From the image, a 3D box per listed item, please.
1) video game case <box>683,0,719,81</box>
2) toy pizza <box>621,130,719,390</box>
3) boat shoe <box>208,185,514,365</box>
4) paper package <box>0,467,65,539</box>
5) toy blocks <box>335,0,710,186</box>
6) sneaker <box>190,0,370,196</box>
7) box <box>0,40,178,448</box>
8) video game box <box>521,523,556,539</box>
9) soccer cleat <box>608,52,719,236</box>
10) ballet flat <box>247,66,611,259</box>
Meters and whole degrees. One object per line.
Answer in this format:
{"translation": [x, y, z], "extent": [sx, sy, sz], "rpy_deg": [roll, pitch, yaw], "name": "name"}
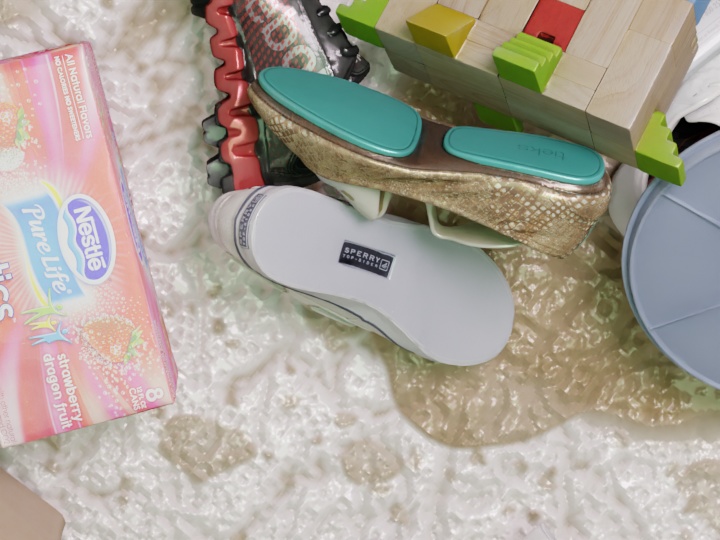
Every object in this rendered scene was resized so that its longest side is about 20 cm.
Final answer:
{"translation": [0.159, -0.205, 1.066], "extent": [0.199, 0.024, 0.183], "rpy_deg": [-38, 79, 1], "name": "video game case"}
{"translation": [0.241, -0.007, 1.036], "extent": [0.198, 0.032, 0.202], "rpy_deg": [6, 130, 7], "name": "toy pizza"}
{"translation": [0.000, 0.000, 1.079], "extent": [0.199, 0.070, 0.072], "rpy_deg": [19, 88, -36], "name": "boat shoe"}
{"translation": [-0.260, 0.144, 1.016], "extent": [0.190, 0.200, 0.104], "rpy_deg": [36, 94, -9], "name": "paper package"}
{"translation": [0.107, -0.148, 1.013], "extent": [0.199, 0.100, 0.138], "rpy_deg": [25, 77, 21], "name": "toy blocks"}
{"translation": [-0.045, -0.137, 1.062], "extent": [0.097, 0.071, 0.203], "rpy_deg": [-6, 100, -4], "name": "sneaker"}
{"translation": [-0.171, -0.017, 1.054], "extent": [0.102, 0.095, 0.202], "rpy_deg": [-13, 98, -4], "name": "box"}
{"translation": [0.101, 0.281, 1.129], "extent": [0.182, 0.047, 0.200], "rpy_deg": [43, 92, -17], "name": "video game box"}
{"translation": [0.210, -0.100, 1.080], "extent": [0.068, 0.085, 0.201], "rpy_deg": [35, 94, -8], "name": "soccer cleat"}
{"translation": [0.031, -0.050, 1.009], "extent": [0.198, 0.071, 0.066], "rpy_deg": [18, 123, 9], "name": "ballet flat"}
